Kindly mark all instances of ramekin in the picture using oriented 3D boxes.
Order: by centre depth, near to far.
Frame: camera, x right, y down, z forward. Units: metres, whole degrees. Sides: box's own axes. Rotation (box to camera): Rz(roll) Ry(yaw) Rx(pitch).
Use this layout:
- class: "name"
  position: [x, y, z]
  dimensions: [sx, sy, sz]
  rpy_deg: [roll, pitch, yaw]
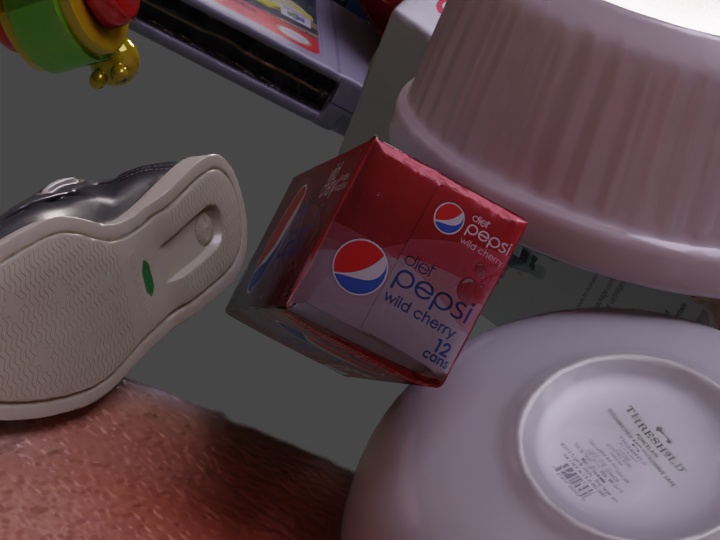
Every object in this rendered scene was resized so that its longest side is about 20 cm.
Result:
- class: "ramekin"
  position: [0.118, -0.073, 0.845]
  dimensions: [0.202, 0.094, 0.202]
  rpy_deg: [12, 23, -5]

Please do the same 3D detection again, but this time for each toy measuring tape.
- class: "toy measuring tape"
  position: [-0.156, -0.153, 0.974]
  dimensions: [0.200, 0.074, 0.074]
  rpy_deg: [58, 0, -41]

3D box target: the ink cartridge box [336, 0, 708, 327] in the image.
- class: "ink cartridge box"
  position: [0.111, -0.061, 1.040]
  dimensions: [0.200, 0.145, 0.145]
  rpy_deg: [37, 51, 11]

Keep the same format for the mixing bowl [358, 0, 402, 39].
- class: "mixing bowl"
  position: [0.069, -0.164, 1.207]
  dimensions: [0.200, 0.108, 0.200]
  rpy_deg: [41, -7, 6]

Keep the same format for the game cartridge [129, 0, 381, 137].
- class: "game cartridge"
  position: [-0.073, -0.146, 1.187]
  dimensions: [0.200, 0.041, 0.133]
  rpy_deg: [26, 18, -15]

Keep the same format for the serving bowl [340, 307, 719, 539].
- class: "serving bowl"
  position: [0.093, 0.082, 0.743]
  dimensions: [0.200, 0.066, 0.200]
  rpy_deg: [1, 46, -1]

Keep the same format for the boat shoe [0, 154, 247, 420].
- class: "boat shoe"
  position: [-0.115, 0.006, 0.784]
  dimensions: [0.068, 0.072, 0.200]
  rpy_deg: [1, 17, 25]

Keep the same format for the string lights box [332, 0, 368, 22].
- class: "string lights box"
  position: [0.040, -0.193, 1.335]
  dimensions: [0.200, 0.103, 0.059]
  rpy_deg: [19, 8, -29]

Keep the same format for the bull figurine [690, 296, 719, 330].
- class: "bull figurine"
  position: [0.166, 0.059, 0.899]
  dimensions: [0.065, 0.122, 0.200]
  rpy_deg: [1, 46, 30]

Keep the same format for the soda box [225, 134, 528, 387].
- class: "soda box"
  position: [0.000, 0.000, 0.809]
  dimensions: [0.063, 0.070, 0.200]
  rpy_deg: [29, -6, -8]
